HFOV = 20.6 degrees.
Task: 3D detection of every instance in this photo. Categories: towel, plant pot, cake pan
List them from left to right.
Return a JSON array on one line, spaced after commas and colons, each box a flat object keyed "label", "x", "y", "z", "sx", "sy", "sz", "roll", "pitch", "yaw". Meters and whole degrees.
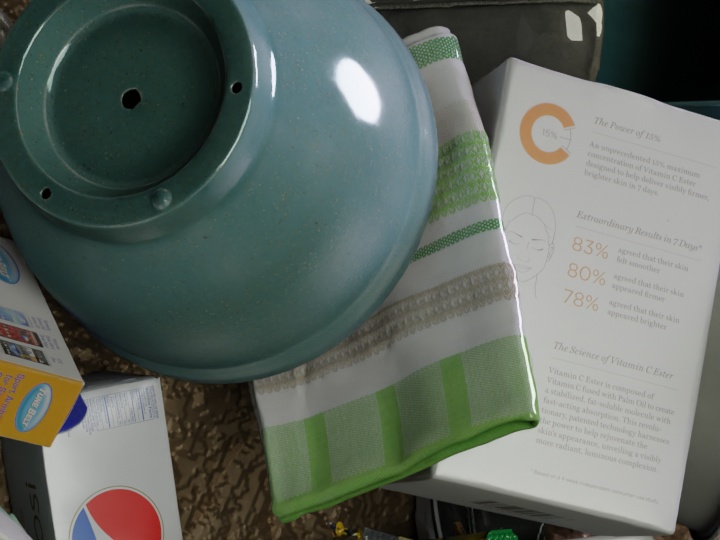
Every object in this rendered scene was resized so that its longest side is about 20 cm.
[{"label": "plant pot", "x": -0.079, "y": -0.060, "z": 0.857, "sx": 0.199, "sy": 0.134, "sz": 0.201, "roll": -4, "pitch": 77, "yaw": 16}, {"label": "towel", "x": 0.000, "y": 0.000, "z": 0.912, "sx": 0.031, "sy": 0.149, "sz": 0.201, "roll": 24, "pitch": 47, "yaw": -50}, {"label": "cake pan", "x": 0.179, "y": 0.040, "z": 1.021, "sx": 0.037, "sy": 0.200, "sz": 0.201, "roll": 11, "pitch": 85, "yaw": 0}, {"label": "plant pot", "x": 0.236, "y": -0.140, "z": 1.074, "sx": 0.199, "sy": 0.141, "sz": 0.142, "roll": 9, "pitch": 87, "yaw": -34}]

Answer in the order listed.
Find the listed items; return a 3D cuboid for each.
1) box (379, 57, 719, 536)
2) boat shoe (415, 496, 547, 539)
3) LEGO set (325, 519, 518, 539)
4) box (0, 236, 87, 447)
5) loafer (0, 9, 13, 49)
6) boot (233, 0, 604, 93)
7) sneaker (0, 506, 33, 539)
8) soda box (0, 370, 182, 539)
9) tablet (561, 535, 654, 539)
[{"label": "box", "x": 0.094, "y": 0.017, "z": 0.954, "sx": 0.124, "sy": 0.097, "sz": 0.201, "roll": 15, "pitch": 78, "yaw": -14}, {"label": "boat shoe", "x": 0.076, "y": 0.090, "z": 1.029, "sx": 0.073, "sy": 0.068, "sz": 0.201, "roll": 4, "pitch": 88, "yaw": -26}, {"label": "LEGO set", "x": -0.012, "y": 0.195, "z": 0.932, "sx": 0.199, "sy": 0.116, "sz": 0.155, "roll": -9, "pitch": 85, "yaw": -44}, {"label": "box", "x": -0.204, "y": 0.011, "z": 0.833, "sx": 0.199, "sy": 0.119, "sz": 0.042, "roll": 16, "pitch": 114, "yaw": -34}, {"label": "loafer", "x": -0.230, "y": -0.140, "z": 0.873, "sx": 0.200, "sy": 0.070, "sz": 0.070, "roll": 35, "pitch": 76, "yaw": -22}, {"label": "boot", "x": 0.030, "y": -0.161, "z": 1.003, "sx": 0.199, "sy": 0.073, "sz": 0.183, "roll": -5, "pitch": 106, "yaw": -20}, {"label": "sneaker", "x": -0.181, "y": 0.101, "z": 0.868, "sx": 0.074, "sy": 0.118, "sz": 0.201, "roll": -36, "pitch": 103, "yaw": 10}, {"label": "soda box", "x": -0.120, "y": 0.151, "z": 0.931, "sx": 0.063, "sy": 0.068, "sz": 0.201, "roll": -9, "pitch": 94, "yaw": -27}, {"label": "tablet", "x": 0.058, "y": 0.202, "z": 1.022, "sx": 0.199, "sy": 0.014, "sz": 0.131, "roll": -4, "pitch": 110, "yaw": -20}]
